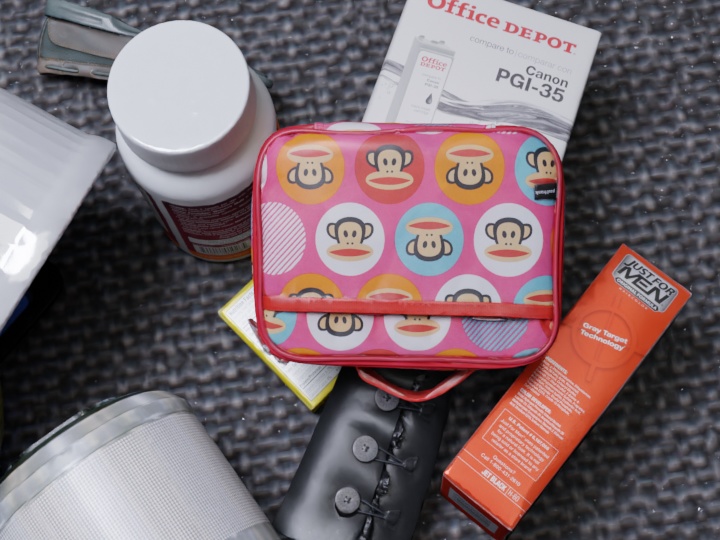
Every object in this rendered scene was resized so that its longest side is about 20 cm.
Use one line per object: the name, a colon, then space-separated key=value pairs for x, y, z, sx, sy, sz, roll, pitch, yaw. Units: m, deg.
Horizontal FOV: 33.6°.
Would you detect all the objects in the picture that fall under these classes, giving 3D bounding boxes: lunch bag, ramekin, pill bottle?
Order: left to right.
ramekin: x=-0.254 y=-0.024 z=0.786 sx=0.097 sy=0.200 sz=0.202 roll=32 pitch=76 yaw=-13
pill bottle: x=-0.108 y=-0.085 z=0.831 sx=0.108 sy=0.200 sz=0.111 roll=-1 pitch=73 yaw=2
lunch bag: x=0.029 y=-0.005 z=0.762 sx=0.198 sy=0.082 sz=0.178 roll=1 pitch=96 yaw=3

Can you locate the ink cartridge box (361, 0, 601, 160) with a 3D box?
ink cartridge box: x=0.073 y=-0.093 z=0.861 sx=0.145 sy=0.083 sz=0.202 roll=18 pitch=76 yaw=3

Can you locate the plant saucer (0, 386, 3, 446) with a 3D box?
plant saucer: x=-0.304 y=0.161 z=0.769 sx=0.199 sy=0.200 sz=0.048 roll=-42 pitch=105 yaw=-2

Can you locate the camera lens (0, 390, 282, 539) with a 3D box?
camera lens: x=-0.136 y=0.192 z=0.768 sx=0.159 sy=0.160 sz=0.200 roll=-36 pitch=75 yaw=-8

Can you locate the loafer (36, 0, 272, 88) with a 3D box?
loafer: x=-0.164 y=-0.154 z=0.932 sx=0.199 sy=0.072 sz=0.063 roll=22 pitch=95 yaw=15

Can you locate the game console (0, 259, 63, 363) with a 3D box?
game console: x=-0.352 y=0.015 z=0.859 sx=0.116 sy=0.176 sz=0.200 roll=29 pitch=74 yaw=40

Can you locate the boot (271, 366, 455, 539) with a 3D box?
boot: x=-0.018 y=0.091 z=0.829 sx=0.164 sy=0.066 sz=0.202 roll=20 pitch=86 yaw=2

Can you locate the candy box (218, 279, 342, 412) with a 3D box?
candy box: x=0.000 y=0.000 z=0.891 sx=0.200 sy=0.026 sz=0.102 roll=-44 pitch=77 yaw=-11

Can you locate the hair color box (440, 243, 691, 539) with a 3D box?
hair color box: x=0.138 y=0.087 z=0.821 sx=0.061 sy=0.102 sz=0.200 roll=37 pitch=78 yaw=13
